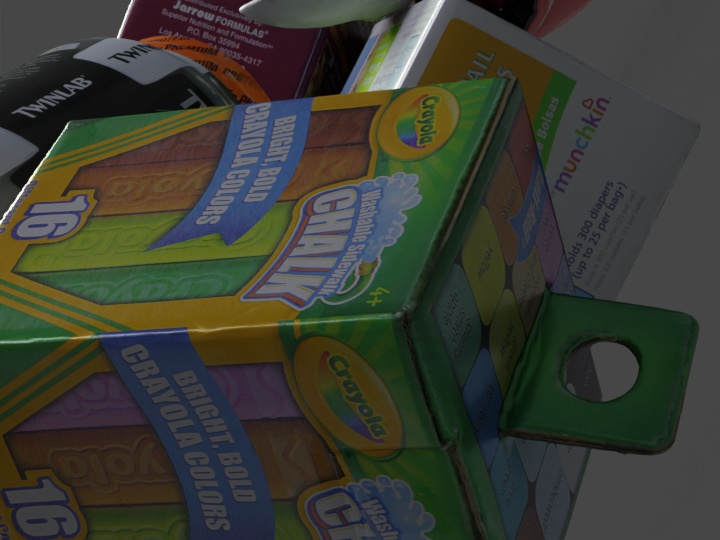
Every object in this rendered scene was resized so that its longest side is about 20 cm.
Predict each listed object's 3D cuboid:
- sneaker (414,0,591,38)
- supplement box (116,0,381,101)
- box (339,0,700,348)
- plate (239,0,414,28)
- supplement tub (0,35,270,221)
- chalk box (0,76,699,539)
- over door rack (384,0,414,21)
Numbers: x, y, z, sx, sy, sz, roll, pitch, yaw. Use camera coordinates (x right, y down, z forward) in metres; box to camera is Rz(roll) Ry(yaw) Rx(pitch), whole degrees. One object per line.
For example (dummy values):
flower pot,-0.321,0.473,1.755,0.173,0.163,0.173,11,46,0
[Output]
sneaker,0.104,-0.176,1.031,0.200,0.074,0.087,-49,-15,27
supplement box,-0.046,-0.105,0.985,0.110,0.085,0.201,67,-138,-77
box,0.036,-0.027,0.847,0.113,0.101,0.200,-63,7,-2
plate,0.074,-0.151,0.868,0.199,0.032,0.200,-25,7,31
supplement tub,-0.112,-0.009,0.812,0.200,0.122,0.123,-41,-14,-52
chalk box,-0.004,0.028,0.667,0.125,0.199,0.124,-65,-37,-51
over door rack,0.032,-0.058,1.185,0.201,0.066,0.148,-94,28,-49
